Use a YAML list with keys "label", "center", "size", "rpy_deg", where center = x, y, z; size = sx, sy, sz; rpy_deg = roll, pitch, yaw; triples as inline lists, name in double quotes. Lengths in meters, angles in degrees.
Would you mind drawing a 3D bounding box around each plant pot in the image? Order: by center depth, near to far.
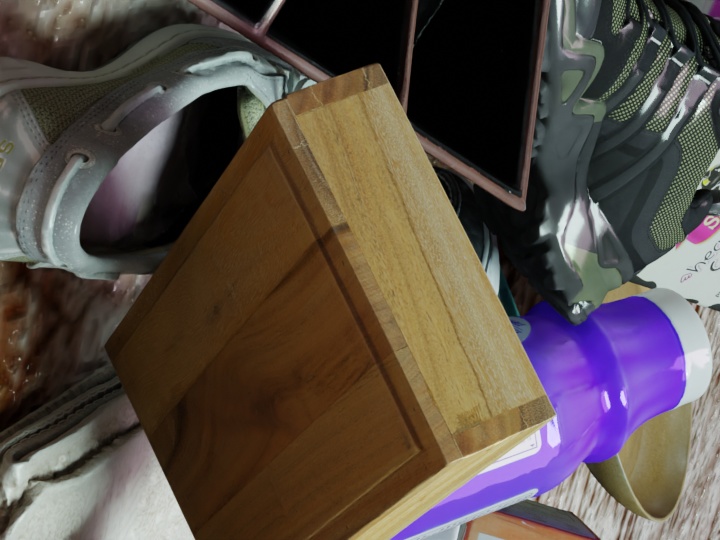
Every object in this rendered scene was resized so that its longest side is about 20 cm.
- label: "plant pot"
  center: [0.117, 0.015, 1.092]
  size: [0.200, 0.027, 0.201]
  rpy_deg: [-5, 90, -70]

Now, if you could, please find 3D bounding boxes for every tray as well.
- label: "tray"
  center: [-0.018, 0.030, 0.665]
  size: [0.037, 0.099, 0.200]
  rpy_deg: [-22, 169, -23]

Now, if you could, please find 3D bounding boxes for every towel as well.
- label: "towel"
  center: [-0.094, 0.125, 0.810]
  size: [0.132, 0.034, 0.201]
  rpy_deg: [-34, 139, -51]

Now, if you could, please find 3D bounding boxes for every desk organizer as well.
- label: "desk organizer"
  center: [-0.013, -0.092, 0.655]
  size: [0.200, 0.077, 0.072]
  rpy_deg: [28, 97, -48]

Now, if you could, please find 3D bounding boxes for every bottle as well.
- label: "bottle"
  center: [0.040, 0.055, 0.889]
  size: [0.199, 0.083, 0.066]
  rpy_deg: [-17, 105, -27]

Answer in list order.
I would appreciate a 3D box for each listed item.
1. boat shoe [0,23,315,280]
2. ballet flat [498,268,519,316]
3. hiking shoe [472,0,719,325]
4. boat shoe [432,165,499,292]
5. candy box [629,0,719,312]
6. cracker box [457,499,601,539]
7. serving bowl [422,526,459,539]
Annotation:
- label: "boat shoe"
  center: [-0.057, -0.031, 0.717]
  size: [0.202, 0.065, 0.075]
  rpy_deg: [-8, 117, -63]
- label: "ballet flat"
  center: [0.048, 0.049, 1.016]
  size: [0.200, 0.062, 0.068]
  rpy_deg: [58, 16, -59]
- label: "hiking shoe"
  center: [0.085, -0.076, 0.830]
  size: [0.100, 0.076, 0.200]
  rpy_deg: [-30, 141, -17]
- label: "boat shoe"
  center: [0.000, 0.000, 0.842]
  size: [0.200, 0.071, 0.068]
  rpy_deg: [-52, 146, -54]
- label: "candy box"
  center: [0.160, -0.053, 0.980]
  size: [0.200, 0.061, 0.136]
  rpy_deg: [16, 122, -49]
- label: "cracker box"
  center: [0.053, 0.165, 1.024]
  size: [0.200, 0.057, 0.135]
  rpy_deg: [56, 50, -86]
- label: "serving bowl"
  center: [-0.016, 0.175, 0.946]
  size: [0.200, 0.066, 0.201]
  rpy_deg: [15, 90, -88]
